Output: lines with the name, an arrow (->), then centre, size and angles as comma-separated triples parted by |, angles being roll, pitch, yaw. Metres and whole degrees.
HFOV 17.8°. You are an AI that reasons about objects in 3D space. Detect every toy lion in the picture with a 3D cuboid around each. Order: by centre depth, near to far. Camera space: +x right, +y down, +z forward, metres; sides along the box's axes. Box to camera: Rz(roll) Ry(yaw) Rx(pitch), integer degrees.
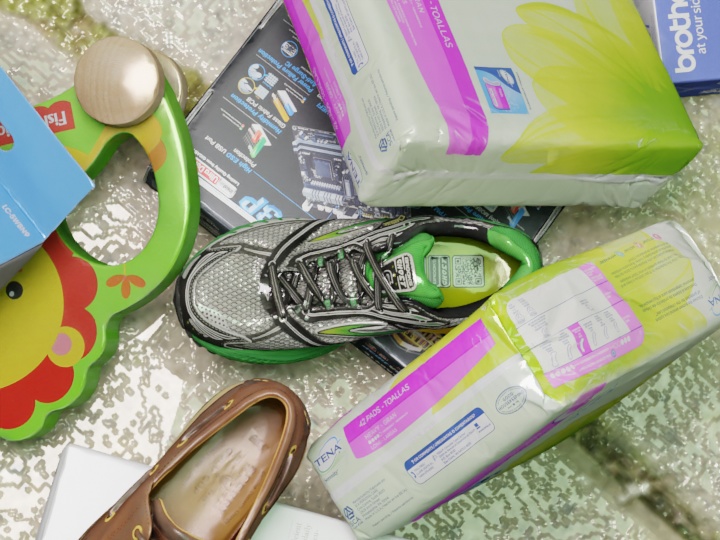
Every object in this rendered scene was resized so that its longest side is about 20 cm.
toy lion -> -0.178, -0.009, 1.217 | 0.198, 0.069, 0.194 | -13, 86, 9

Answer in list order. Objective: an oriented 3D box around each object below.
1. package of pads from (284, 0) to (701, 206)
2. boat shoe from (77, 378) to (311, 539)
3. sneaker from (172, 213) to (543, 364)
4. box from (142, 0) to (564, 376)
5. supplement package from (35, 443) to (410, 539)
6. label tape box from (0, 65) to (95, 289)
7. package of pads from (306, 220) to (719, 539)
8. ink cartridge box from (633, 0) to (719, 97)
package of pads -> 0.066, -0.112, 1.215 | 0.199, 0.068, 0.155 | 0, 56, -35
boat shoe -> -0.095, 0.132, 1.098 | 0.072, 0.068, 0.201 | 37, 76, 0
sneaker -> 0.000, 0.000, 1.199 | 0.198, 0.085, 0.079 | -9, 83, -8
box -> 0.005, -0.054, 1.275 | 0.199, 0.046, 0.159 | 37, 78, -1
supplement package -> -0.075, 0.176, 1.188 | 0.198, 0.117, 0.118 | 17, 79, -5
label tape box -> -0.252, -0.027, 1.165 | 0.200, 0.063, 0.144 | -45, 78, 23
package of pads -> 0.087, 0.052, 1.171 | 0.199, 0.154, 0.068 | -21, 75, -52
ink cartridge box -> 0.202, -0.204, 1.330 | 0.093, 0.044, 0.202 | -5, 82, -8
